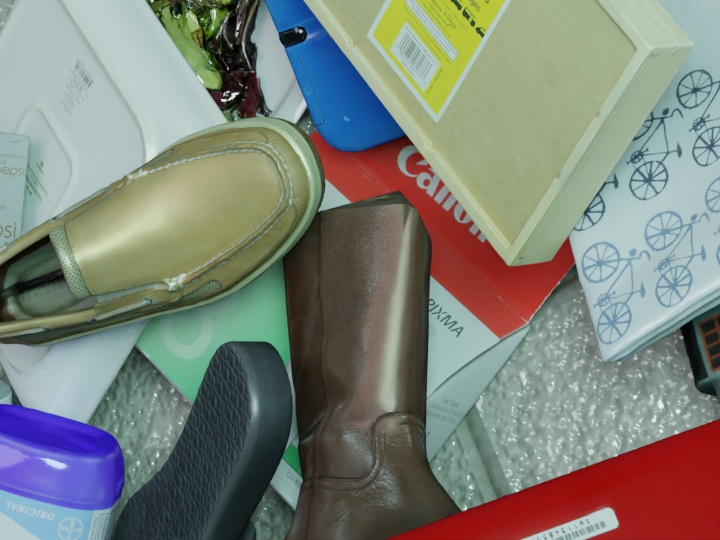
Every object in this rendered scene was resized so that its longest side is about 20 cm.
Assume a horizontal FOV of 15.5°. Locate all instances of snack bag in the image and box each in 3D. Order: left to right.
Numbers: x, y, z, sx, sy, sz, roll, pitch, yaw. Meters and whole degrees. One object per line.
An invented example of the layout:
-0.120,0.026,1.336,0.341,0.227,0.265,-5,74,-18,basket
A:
0.164,-0.077,1.087,0.200,0.021,0.189,-30,46,23,snack bag

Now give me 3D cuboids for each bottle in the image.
-0.171,0.167,1.259,0.083,0.065,0.200,16,103,3,bottle

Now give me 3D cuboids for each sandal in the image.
-0.065,0.112,1.200,0.200,0.043,0.076,-58,40,44,sandal

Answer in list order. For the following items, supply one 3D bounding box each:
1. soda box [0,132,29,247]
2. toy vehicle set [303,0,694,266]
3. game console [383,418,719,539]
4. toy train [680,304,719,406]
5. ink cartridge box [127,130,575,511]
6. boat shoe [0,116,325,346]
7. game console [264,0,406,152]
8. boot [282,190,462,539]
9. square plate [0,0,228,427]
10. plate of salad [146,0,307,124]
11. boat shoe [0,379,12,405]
-0.243,-0.043,1.329,0.200,0.064,0.068,8,93,53,soda box
0.044,-0.116,1.111,0.200,0.026,0.124,54,132,27,toy vehicle set
0.091,0.175,1.026,0.200,0.119,0.172,-19,73,-11,game console
0.199,0.059,1.075,0.114,0.085,0.200,-28,67,36,toy train
0.000,0.000,1.225,0.161,0.050,0.200,43,104,31,ink cartridge box
-0.105,-0.008,1.172,0.200,0.076,0.072,-28,82,34,boat shoe
0.055,-0.172,1.237,0.200,0.118,0.171,-19,100,18,game console
0.022,0.050,1.117,0.186,0.064,0.200,-14,66,49,boot
-0.150,-0.046,1.291,0.198,0.028,0.200,-58,47,28,square plate
-0.099,-0.128,1.315,0.200,0.048,0.200,-8,75,29,plate of salad
-0.253,0.075,1.348,0.200,0.071,0.091,27,111,44,boat shoe
